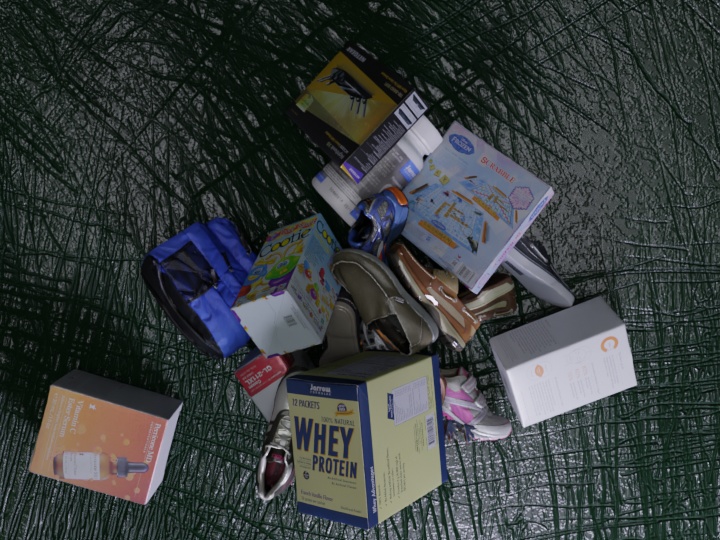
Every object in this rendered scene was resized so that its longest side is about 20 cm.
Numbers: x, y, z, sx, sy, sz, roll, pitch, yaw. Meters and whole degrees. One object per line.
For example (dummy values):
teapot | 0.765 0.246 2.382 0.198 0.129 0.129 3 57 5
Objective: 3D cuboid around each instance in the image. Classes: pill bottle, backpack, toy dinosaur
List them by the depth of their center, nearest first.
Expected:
backpack | -0.232 0.030 1.206 0.167 0.162 0.201 -35 94 -17
pill bottle | 0.028 -0.171 1.208 0.200 0.114 0.114 -44 95 5
toy dinosaur | 0.100 0.274 1.249 0.180 0.104 0.202 -17 80 42

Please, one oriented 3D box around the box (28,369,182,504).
box | -0.418 0.273 1.258 0.198 0.106 0.154 16 96 -2

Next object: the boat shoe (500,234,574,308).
boat shoe | 0.282 -0.017 1.251 0.199 0.072 0.068 37 73 -6

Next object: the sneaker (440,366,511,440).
sneaker | 0.170 0.212 1.266 0.199 0.081 0.089 28 97 -4

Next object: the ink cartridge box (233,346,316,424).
ink cartridge box | -0.104 0.208 1.232 0.082 0.146 0.201 -33 95 6

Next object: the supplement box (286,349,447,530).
supplement box | 0.014 0.235 1.108 0.133 0.199 0.202 -2 96 39

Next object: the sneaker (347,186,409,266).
sneaker | 0.011 -0.038 1.182 0.078 0.075 0.202 -9 125 -31

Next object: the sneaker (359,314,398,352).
sneaker | 0.034 0.127 1.243 0.077 0.078 0.200 -46 70 17

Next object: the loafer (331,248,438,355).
loafer | 0.029 0.049 1.132 0.200 0.075 0.070 42 50 4

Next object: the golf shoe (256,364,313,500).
golf shoe | -0.105 0.243 1.120 0.076 0.088 0.202 15 98 3

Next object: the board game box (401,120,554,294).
board game box | 0.168 -0.102 1.210 0.200 0.041 0.200 41 96 24

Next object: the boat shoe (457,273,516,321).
boat shoe | 0.167 0.076 1.257 0.200 0.075 0.075 -21 104 3

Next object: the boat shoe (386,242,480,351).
boat shoe | 0.116 0.032 1.175 0.074 0.076 0.201 -40 111 -8

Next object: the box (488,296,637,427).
box | 0.328 0.148 1.234 0.198 0.098 0.125 -21 117 2

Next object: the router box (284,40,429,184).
router box | -0.011 -0.247 1.167 0.157 0.200 0.052 -47 137 4

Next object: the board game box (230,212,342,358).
board game box | -0.102 0.020 1.161 0.102 0.201 0.105 -18 120 25

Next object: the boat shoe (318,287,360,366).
boat shoe | -0.027 0.114 1.243 0.072 0.063 0.201 9 131 9
